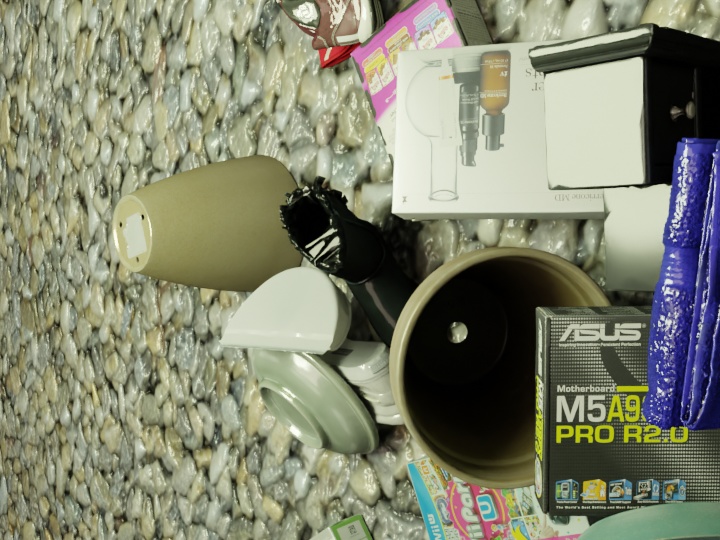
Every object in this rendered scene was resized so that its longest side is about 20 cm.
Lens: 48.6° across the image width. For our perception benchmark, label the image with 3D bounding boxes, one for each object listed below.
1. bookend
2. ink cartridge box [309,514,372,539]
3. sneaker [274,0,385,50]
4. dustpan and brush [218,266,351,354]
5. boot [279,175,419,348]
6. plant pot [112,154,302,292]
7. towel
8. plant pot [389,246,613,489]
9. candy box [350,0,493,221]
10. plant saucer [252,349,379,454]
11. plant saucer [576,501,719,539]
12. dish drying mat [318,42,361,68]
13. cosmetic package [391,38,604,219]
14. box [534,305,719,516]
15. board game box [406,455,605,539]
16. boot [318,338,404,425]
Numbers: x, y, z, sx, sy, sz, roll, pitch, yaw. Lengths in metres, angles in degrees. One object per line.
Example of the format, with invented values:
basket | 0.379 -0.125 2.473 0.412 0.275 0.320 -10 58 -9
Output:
bookend | 0.221 -0.065 0.596 0.092 0.199 0.200 1 96 45
ink cartridge box | -0.004 0.418 0.984 0.104 0.059 0.201 -44 65 39
sneaker | -0.048 -0.341 0.885 0.115 0.076 0.201 -12 87 16
dustpan and brush | -0.059 0.025 0.907 0.139 0.201 0.057 2 140 24
boot | 0.001 0.000 0.844 0.073 0.162 0.199 -35 66 11
plant pot | -0.203 -0.054 1.019 0.187 0.199 0.188 7 101 43
towel | 0.271 0.012 0.544 0.050 0.147 0.201 -147 59 -68
plant pot | 0.112 0.073 0.729 0.174 0.199 0.201 -146 54 -79
candy box | 0.083 -0.169 0.815 0.136 0.061 0.201 -29 75 41
plant saucer | -0.068 0.158 0.947 0.200 0.050 0.200 34 152 21
plant saucer | 0.253 0.224 0.632 0.200 0.199 0.036 -36 41 41
dish drying mat | -0.040 -0.348 0.943 0.077 0.018 0.201 -16 85 46
cosmetic package | 0.131 -0.122 0.711 0.199 0.052 0.152 1 88 19
box | 0.239 0.109 0.626 0.199 0.044 0.161 0 98 2
board game box | 0.155 0.241 0.800 0.200 0.064 0.148 -28 76 44
boot | -0.011 0.133 0.945 0.200 0.073 0.096 5 125 62
